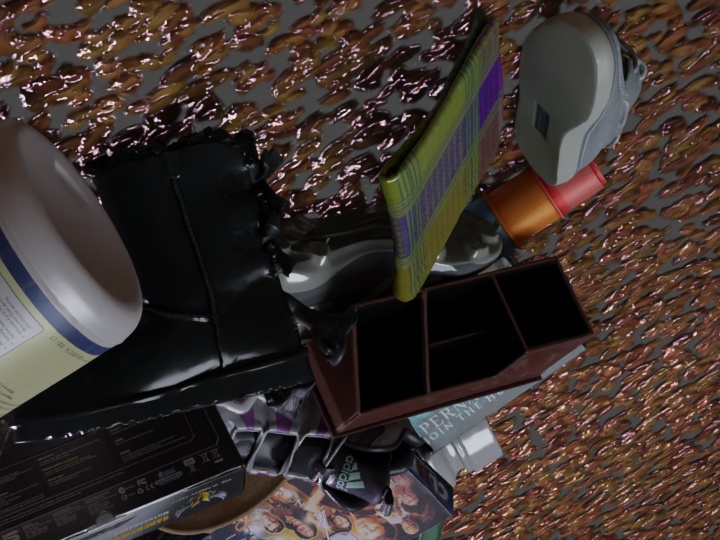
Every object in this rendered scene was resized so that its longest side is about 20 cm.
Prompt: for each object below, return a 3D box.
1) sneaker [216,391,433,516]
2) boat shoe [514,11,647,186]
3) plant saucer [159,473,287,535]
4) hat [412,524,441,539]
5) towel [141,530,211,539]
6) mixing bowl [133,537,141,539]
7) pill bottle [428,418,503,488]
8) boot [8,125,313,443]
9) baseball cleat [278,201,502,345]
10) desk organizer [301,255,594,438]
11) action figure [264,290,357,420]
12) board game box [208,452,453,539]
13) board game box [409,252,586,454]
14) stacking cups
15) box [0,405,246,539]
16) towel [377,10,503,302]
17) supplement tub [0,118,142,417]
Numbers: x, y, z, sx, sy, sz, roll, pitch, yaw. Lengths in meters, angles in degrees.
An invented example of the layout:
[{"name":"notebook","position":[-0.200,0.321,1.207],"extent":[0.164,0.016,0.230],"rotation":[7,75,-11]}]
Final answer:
[{"name":"sneaker","position":[-0.032,0.127,1.684],"extent":[0.200,0.140,0.078],"rotation":[-16,139,-39]},{"name":"boat shoe","position":[0.151,-0.126,1.611],"extent":[0.071,0.070,0.201],"rotation":[-33,164,-15]},{"name":"plant saucer","position":[-0.101,0.094,1.737],"extent":[0.200,0.035,0.200],"rotation":[-26,132,-33]},{"name":"hat","position":[-0.020,0.193,2.150],"extent":[0.166,0.176,0.200],"rotation":[-38,115,7]},{"name":"towel","position":[-0.221,0.249,1.828],"extent":[0.200,0.024,0.145],"rotation":[-4,-145,39]},{"name":"mixing bowl","position":[-0.246,0.178,1.701],"extent":[0.200,0.108,0.200],"rotation":[-3,141,-2]},{"name":"pill bottle","position":[0.007,0.155,1.977],"extent":[0.200,0.114,0.114],"rotation":[-28,158,-1]},{"name":"boot","position":[-0.129,0.008,1.445],"extent":[0.198,0.163,0.073],"rotation":[-14,180,-3]},{"name":"baseball cleat","position":[0.000,0.000,1.692],"extent":[0.200,0.070,0.106],"rotation":[-2,139,-28]},{"name":"desk organizer","position":[0.061,0.051,1.697],"extent":[0.200,0.072,0.077],"rotation":[-13,162,-38]},{"name":"action figure","position":[-0.110,0.015,1.535],"extent":[0.119,0.200,0.102],"rotation":[-58,-170,9]},{"name":"board game box","position":[-0.046,0.186,1.876],"extent":[0.200,0.035,0.135],"rotation":[-32,122,21]},{"name":"board game box","position":[0.054,0.067,1.847],"extent":[0.200,0.028,0.135],"rotation":[-36,119,14]},{"name":"stacking cups","position":[0.088,-0.022,1.754],"extent":[0.200,0.061,0.061],"rotation":[-31,158,8]},{"name":"box","position":[-0.197,0.109,1.582],"extent":[0.200,0.158,0.048],"rotation":[-22,155,-16]},{"name":"towel","position":[0.053,-0.071,1.574],"extent":[0.144,0.023,0.200],"rotation":[-60,166,-17]},{"name":"supplement tub","position":[-0.240,0.022,1.360],"extent":[0.200,0.145,0.145],"rotation":[-32,158,9]}]
